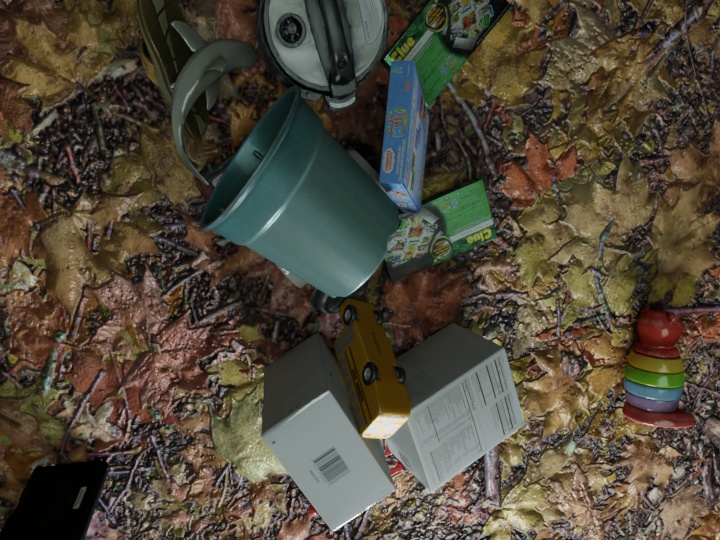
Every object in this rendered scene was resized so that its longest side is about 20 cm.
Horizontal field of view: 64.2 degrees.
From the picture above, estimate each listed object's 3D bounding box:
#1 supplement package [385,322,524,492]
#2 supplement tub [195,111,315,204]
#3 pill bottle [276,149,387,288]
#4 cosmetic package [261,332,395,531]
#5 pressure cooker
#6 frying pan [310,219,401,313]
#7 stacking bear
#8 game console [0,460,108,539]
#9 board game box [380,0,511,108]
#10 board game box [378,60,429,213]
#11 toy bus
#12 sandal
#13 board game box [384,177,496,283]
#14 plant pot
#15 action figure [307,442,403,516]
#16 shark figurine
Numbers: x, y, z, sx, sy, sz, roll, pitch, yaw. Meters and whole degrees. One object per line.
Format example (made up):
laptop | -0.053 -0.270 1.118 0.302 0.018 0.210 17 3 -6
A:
supplement package | 0.137 0.217 0.948 0.196 0.151 0.155 -28 110 -18
supplement tub | -0.133 -0.149 0.834 0.197 0.107 0.108 -35 110 -2
pill bottle | -0.047 -0.074 0.870 0.200 0.112 0.112 -45 109 2
cosmetic package | -0.055 0.245 0.908 0.121 0.200 0.203 -31 110 1
pressure cooker | -0.052 -0.318 0.755 0.173 0.200 0.182 30 97 -17
frying pan | 0.002 0.008 0.917 0.187 0.031 0.116 -35 153 -5
stacking bear | 0.556 0.176 1.079 0.110 0.121 0.208 -1 96 -19
game console | -0.480 0.399 0.860 0.169 0.200 0.121 -3 108 -12
board game box | 0.130 -0.362 0.876 0.104 0.023 0.201 40 93 -21
board game box | 0.066 -0.175 0.805 0.035 0.200 0.157 5 86 13
toy bus | 0.012 0.142 0.870 0.064 0.203 0.079 13 130 -34
sandal | -0.268 -0.283 0.793 0.052 0.081 0.206 1 118 25
board game box | 0.124 -0.066 0.948 0.194 0.023 0.108 -22 108 -5
plant pot | -0.066 -0.080 0.717 0.194 0.201 0.202 37 96 -24
action figure | -0.015 0.388 1.039 0.197 0.052 0.066 -35 104 4
shark figurine | -0.206 -0.238 0.758 0.127 0.088 0.220 35 71 -46
